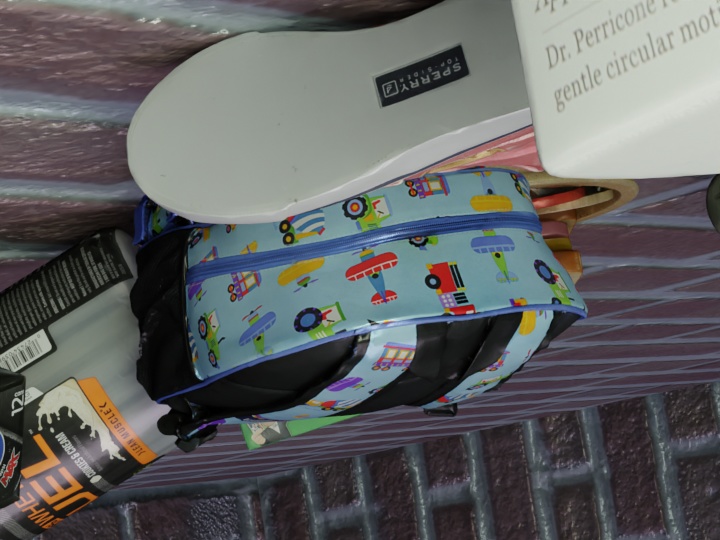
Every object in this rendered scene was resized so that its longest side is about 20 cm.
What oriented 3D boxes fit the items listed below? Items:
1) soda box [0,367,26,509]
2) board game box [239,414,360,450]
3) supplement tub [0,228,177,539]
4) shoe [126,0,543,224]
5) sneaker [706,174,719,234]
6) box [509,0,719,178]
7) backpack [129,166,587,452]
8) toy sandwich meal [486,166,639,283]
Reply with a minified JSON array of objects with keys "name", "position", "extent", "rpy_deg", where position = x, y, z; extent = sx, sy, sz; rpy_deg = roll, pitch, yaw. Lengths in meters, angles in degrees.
[{"name":"soda box","position":[-0.260,0.063,1.013],"extent":[0.199,0.071,0.063],"rpy_deg":[16,-159,29]},{"name":"board game box","position":[-0.011,0.065,1.317],"extent":[0.134,0.029,0.200],"rpy_deg":[-19,-175,-1]},{"name":"supplement tub","position":[-0.182,0.076,1.101],"extent":[0.200,0.123,0.123],"rpy_deg":[-32,170,2]},{"name":"shoe","position":[0.017,-0.058,0.783],"extent":[0.199,0.072,0.091],"rpy_deg":[-16,164,17]},{"name":"sneaker","position":[0.285,-0.036,1.205],"extent":[0.199,0.077,0.114],"rpy_deg":[-12,167,-17]},{"name":"box","position":[0.153,-0.107,0.395],"extent":[0.199,0.131,0.199],"rpy_deg":[-5,171,-29]},{"name":"backpack","position":[0.000,0.000,0.939],"extent":[0.182,0.135,0.200],"rpy_deg":[-5,171,-23]},{"name":"toy sandwich meal","position":[0.066,-0.010,1.162],"extent":[0.204,0.071,0.205],"rpy_deg":[-9,172,-1]}]
